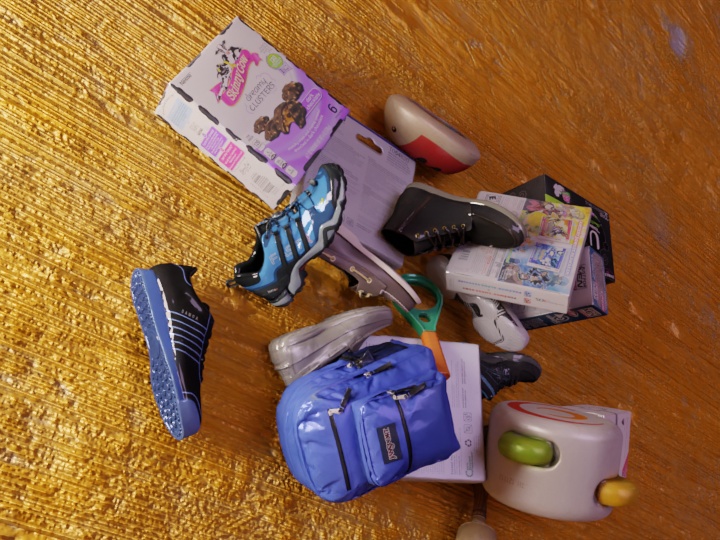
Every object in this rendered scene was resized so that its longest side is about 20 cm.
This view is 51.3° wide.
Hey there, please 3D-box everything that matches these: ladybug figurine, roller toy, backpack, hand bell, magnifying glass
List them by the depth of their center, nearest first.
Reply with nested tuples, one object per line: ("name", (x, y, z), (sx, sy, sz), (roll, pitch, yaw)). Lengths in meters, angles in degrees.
("backpack", (0.005, 0.181, 0.907), (0.199, 0.168, 0.164), (-15, 93, -20))
("roller toy", (0.267, 0.268, 1.048), (0.198, 0.182, 0.141), (8, 90, -8))
("hand bell", (0.171, 0.348, 1.087), (0.104, 0.104, 0.201), (41, 38, -22))
("magnifying glass", (0.094, 0.077, 1.088), (0.079, 0.022, 0.201), (4, 43, -16))
("ladybug figurine", (0.113, -0.215, 1.228), (0.199, 0.072, 0.136), (25, 19, -32))

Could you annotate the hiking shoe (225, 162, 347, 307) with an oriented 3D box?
("hiking shoe", (-0.087, -0.049, 0.941), (0.086, 0.074, 0.201), (23, 100, -31))

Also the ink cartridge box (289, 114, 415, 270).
("ink cartridge box", (-0.007, -0.125, 1.126), (0.199, 0.040, 0.201), (29, 56, -30))

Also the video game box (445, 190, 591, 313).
("video game box", (0.244, -0.034, 1.143), (0.047, 0.181, 0.201), (79, 29, -43))

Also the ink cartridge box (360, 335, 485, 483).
("ink cartridge box", (0.074, 0.194, 1.055), (0.198, 0.043, 0.198), (6, 67, -11))

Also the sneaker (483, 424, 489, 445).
("sneaker", (0.261, 0.282, 1.185), (0.199, 0.070, 0.076), (11, 67, -38))

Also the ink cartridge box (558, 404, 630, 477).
("ink cartridge box", (0.369, 0.296, 1.207), (0.200, 0.082, 0.148), (14, 81, -58))

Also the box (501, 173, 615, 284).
("box", (0.348, -0.056, 1.359), (0.199, 0.124, 0.150), (22, 60, -35))

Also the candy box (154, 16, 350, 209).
("candy box", (-0.139, -0.210, 0.995), (0.200, 0.071, 0.168), (38, 54, -11))

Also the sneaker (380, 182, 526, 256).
("sneaker", (0.134, -0.051, 1.095), (0.107, 0.199, 0.075), (-57, 155, -32))

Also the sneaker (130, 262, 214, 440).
("sneaker", (-0.199, 0.086, 0.853), (0.077, 0.070, 0.201), (-9, 78, -36))

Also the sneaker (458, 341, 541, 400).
("sneaker", (0.202, 0.167, 1.185), (0.199, 0.073, 0.083), (11, 71, -28))

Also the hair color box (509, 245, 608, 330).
("hair color box", (0.292, 0.037, 1.214), (0.060, 0.199, 0.101), (27, 57, -43))

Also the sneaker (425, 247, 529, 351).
("sneaker", (0.208, 0.029, 1.191), (0.200, 0.075, 0.115), (44, 56, 13))

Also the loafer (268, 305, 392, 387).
("loafer", (-0.033, 0.097, 1.003), (0.199, 0.070, 0.070), (-19, 92, -37))

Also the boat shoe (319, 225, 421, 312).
("boat shoe", (0.000, 0.000, 1.041), (0.200, 0.072, 0.060), (40, 84, -23))
